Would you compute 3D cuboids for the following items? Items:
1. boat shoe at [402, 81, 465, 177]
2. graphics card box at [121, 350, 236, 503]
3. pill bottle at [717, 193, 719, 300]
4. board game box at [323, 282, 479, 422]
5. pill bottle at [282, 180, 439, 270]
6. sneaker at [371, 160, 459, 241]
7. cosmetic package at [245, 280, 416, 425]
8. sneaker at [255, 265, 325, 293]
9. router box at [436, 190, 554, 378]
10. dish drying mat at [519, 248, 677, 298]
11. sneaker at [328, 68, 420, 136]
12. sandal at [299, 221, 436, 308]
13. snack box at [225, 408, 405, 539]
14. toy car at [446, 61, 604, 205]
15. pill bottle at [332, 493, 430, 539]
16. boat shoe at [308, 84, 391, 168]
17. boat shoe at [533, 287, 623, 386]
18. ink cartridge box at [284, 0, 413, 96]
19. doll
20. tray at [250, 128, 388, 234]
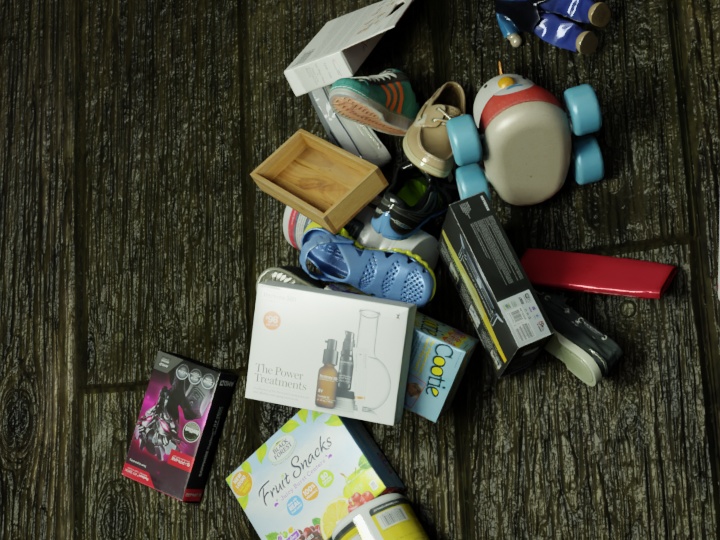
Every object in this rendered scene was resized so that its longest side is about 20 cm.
[{"bbox_3d":[0.103,-0.191,1.619,0.071,0.200,0.065,26,122,-10],"label":"boat shoe"},{"bbox_3d":[-0.270,0.231,1.824,0.125,0.051,0.200,17,88,31],"label":"graphics card box"},{"bbox_3d":[0.476,-0.060,1.424,0.113,0.113,0.200,-1,81,29],"label":"pill bottle"},{"bbox_3d":[0.038,0.102,1.605,0.200,0.103,0.105,25,101,12],"label":"board game box"},{"bbox_3d":[0.003,-0.046,1.683,0.200,0.120,0.120,30,96,30],"label":"pill bottle"},{"bbox_3d":[0.086,-0.112,1.622,0.071,0.200,0.083,32,133,14],"label":"sneaker"},{"bbox_3d":[-0.038,0.102,1.547,0.200,0.052,0.151,8,95,14],"label":"cosmetic package"},{"bbox_3d":[-0.050,0.053,1.729,0.200,0.106,0.075,37,101,-1],"label":"sneaker"},{"bbox_3d":[0.166,0.021,1.545,0.052,0.157,0.200,-22,74,-10],"label":"router box"},{"bbox_3d":[0.291,0.005,1.547,0.200,0.077,0.018,6,126,30],"label":"dish drying mat"},{"bbox_3d":[0.020,-0.240,1.661,0.071,0.200,0.080,4,85,29],"label":"sneaker"},{"bbox_3d":[0.000,0.000,1.574,0.200,0.087,0.080,20,110,17],"label":"sandal"},{"bbox_3d":[-0.065,0.293,1.688,0.200,0.068,0.169,-42,64,15],"label":"snack box"},{"bbox_3d":[0.196,-0.204,1.583,0.184,0.177,0.200,-15,51,2],"label":"toy car"},{"bbox_3d":[0.054,0.397,1.576,0.112,0.112,0.200,-39,64,17],"label":"pill bottle"},{"bbox_3d":[-0.017,-0.222,1.765,0.070,0.071,0.200,-27,62,-7],"label":"boat shoe"},{"bbox_3d":[0.256,0.064,1.551,0.066,0.075,0.199,-32,41,-12],"label":"boat shoe"},{"bbox_3d":[0.005,-0.324,1.699,0.176,0.200,0.045,-17,114,27],"label":"ink cartridge box"},{"bbox_3d":[0.241,-0.361,1.648,0.200,0.048,0.137,33,107,36],"label":"doll"},{"bbox_3d":[-0.058,-0.121,1.639,0.099,0.037,0.200,-44,37,-11],"label":"tray"}]
